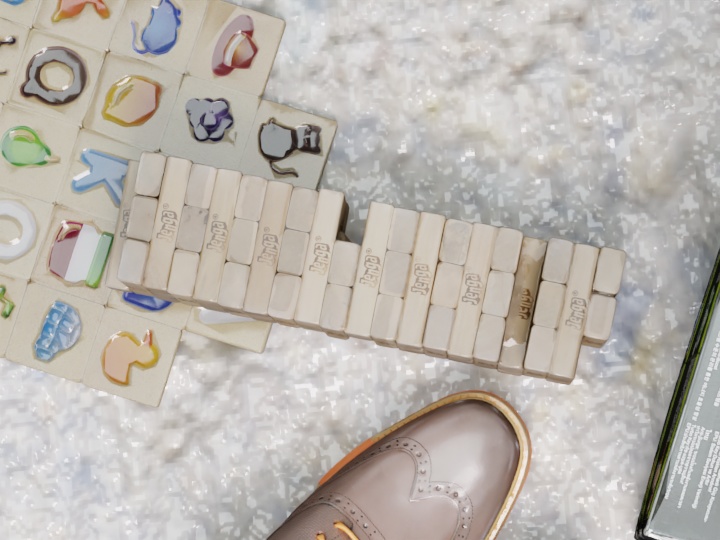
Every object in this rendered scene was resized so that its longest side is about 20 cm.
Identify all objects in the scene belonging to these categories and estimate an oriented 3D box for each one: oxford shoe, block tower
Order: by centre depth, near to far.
[{"bbox_3d":[-0.011,0.123,0.995,0.200,0.073,0.071,-45,82,-2],"label":"oxford shoe"},{"bbox_3d":[0.000,0.000,1.012,0.200,0.058,0.054,11,84,4],"label":"block tower"}]

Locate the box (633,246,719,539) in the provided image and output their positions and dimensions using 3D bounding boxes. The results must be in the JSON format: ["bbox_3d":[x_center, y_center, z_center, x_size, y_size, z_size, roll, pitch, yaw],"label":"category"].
[{"bbox_3d":[0.148,0.009,0.935,0.047,0.193,0.200,18,85,5],"label":"box"}]

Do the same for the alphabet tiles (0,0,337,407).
[{"bbox_3d":[-0.118,-0.043,1.055,0.200,0.006,0.167,17,85,6],"label":"alphabet tiles"}]
